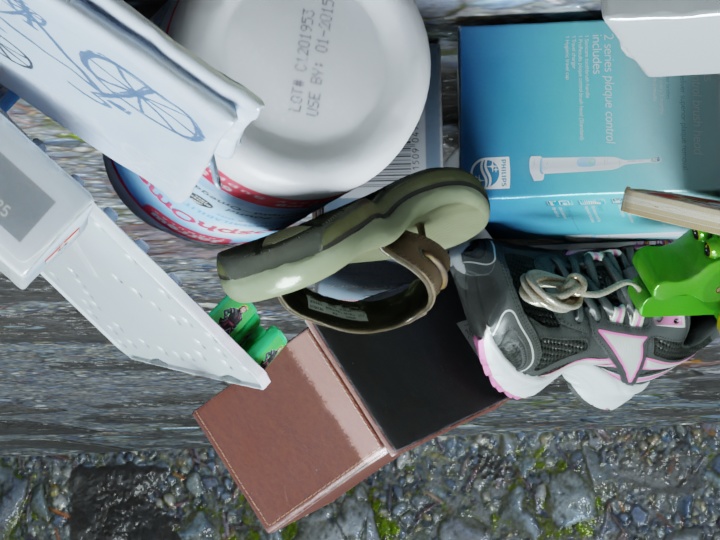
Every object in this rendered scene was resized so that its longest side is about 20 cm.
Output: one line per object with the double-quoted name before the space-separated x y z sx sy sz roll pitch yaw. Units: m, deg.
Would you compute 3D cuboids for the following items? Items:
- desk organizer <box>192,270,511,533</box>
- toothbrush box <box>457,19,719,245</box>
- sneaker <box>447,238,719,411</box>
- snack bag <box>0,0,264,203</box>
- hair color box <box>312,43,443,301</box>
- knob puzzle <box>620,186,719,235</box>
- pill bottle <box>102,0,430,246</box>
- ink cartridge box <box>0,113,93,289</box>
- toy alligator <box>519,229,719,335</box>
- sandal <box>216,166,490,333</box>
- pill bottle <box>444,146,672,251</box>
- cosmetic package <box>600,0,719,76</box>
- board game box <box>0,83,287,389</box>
"desk organizer" 0.008 0.057 1.286 0.077 0.072 0.200 -36 172 24
"toothbrush box" 0.152 -0.064 1.274 0.199 0.086 0.146 -1 172 11
"sneaker" 0.114 0.012 1.327 0.086 0.081 0.200 -27 163 23
"snack bag" -0.124 -0.092 1.001 0.188 0.021 0.200 34 169 -2
"hair color box" 0.007 -0.044 1.361 0.060 0.099 0.200 -1 172 -2
"knob puzzle" 0.204 -0.021 1.131 0.219 0.031 0.220 11 -175 -1
"pill bottle" -0.050 -0.069 1.154 0.108 0.109 0.200 2 171 -17
"ink cartridge box" -0.184 -0.060 1.135 0.162 0.050 0.200 42 176 -4
"toy alligator" 0.168 -0.001 1.249 0.199 0.059 0.054 5 128 -27
"sandal" -0.001 0.000 1.138 0.080 0.058 0.201 -24 179 24
"pill bottle" 0.103 -0.019 1.484 0.112 0.113 0.200 -3 172 16
"cosmetic package" 0.191 -0.117 0.968 0.199 0.072 0.101 -2 172 15
"board game box" -0.135 -0.030 1.216 0.200 0.026 0.200 46 166 -18
